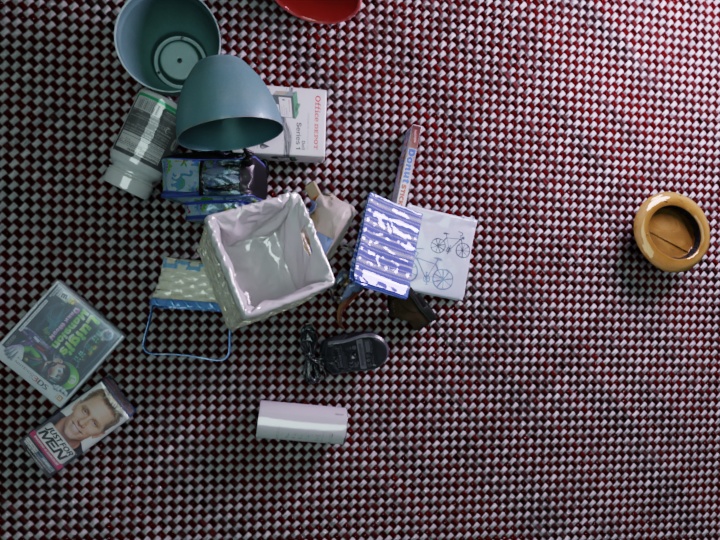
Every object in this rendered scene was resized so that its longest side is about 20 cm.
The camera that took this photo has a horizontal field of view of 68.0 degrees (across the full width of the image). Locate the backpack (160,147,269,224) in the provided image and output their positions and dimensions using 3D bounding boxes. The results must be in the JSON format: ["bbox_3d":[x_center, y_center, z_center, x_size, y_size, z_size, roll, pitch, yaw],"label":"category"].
[{"bbox_3d":[-0.299,-0.167,1.090,0.197,0.183,0.149,3,94,2],"label":"backpack"}]

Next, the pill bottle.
[{"bbox_3d":[-0.440,-0.256,1.098,0.112,0.113,0.202,25,88,-9],"label":"pill bottle"}]

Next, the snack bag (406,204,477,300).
[{"bbox_3d":[0.169,-0.043,1.248,0.186,0.021,0.203,11,90,-10],"label":"snack bag"}]

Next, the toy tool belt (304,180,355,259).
[{"bbox_3d":[-0.107,-0.080,1.163,0.122,0.125,0.201,33,103,10],"label":"toy tool belt"}]

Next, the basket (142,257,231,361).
[{"bbox_3d":[-0.346,0.080,1.106,0.174,0.139,0.203,8,78,-8],"label":"basket"}]

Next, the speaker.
[{"bbox_3d":[-0.131,0.336,1.180,0.197,0.081,0.082,7,91,-9],"label":"speaker"}]

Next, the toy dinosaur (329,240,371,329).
[{"bbox_3d":[0.000,0.000,1.214,0.180,0.105,0.202,-23,129,-17],"label":"toy dinosaur"}]

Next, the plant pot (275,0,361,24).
[{"bbox_3d":[-0.081,-0.654,1.116,0.198,0.200,0.180,12,80,-9],"label":"plant pot"}]

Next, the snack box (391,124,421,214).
[{"bbox_3d":[0.099,-0.221,1.205,0.024,0.072,0.203,12,90,-7],"label":"snack box"}]

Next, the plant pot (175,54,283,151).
[{"bbox_3d":[-0.253,-0.319,1.004,0.197,0.200,0.137,-10,89,-9],"label":"plant pot"}]

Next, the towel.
[{"bbox_3d":[0.058,-0.050,1.127,0.143,0.024,0.203,18,75,-24],"label":"towel"}]

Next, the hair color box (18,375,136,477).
[{"bbox_3d":[-0.588,0.324,1.118,0.199,0.060,0.101,-37,97,-7],"label":"hair color box"}]

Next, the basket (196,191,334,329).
[{"bbox_3d":[-0.187,-0.015,1.034,0.198,0.161,0.200,-20,83,-29],"label":"basket"}]

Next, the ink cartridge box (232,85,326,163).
[{"bbox_3d":[-0.171,-0.315,1.153,0.197,0.084,0.148,1,92,-8],"label":"ink cartridge box"}]

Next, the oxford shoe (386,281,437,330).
[{"bbox_3d":[0.087,0.065,1.196,0.084,0.073,0.200,-38,112,8],"label":"oxford shoe"}]

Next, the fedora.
[{"bbox_3d":[0.746,-0.090,1.308,0.198,0.082,0.204,0,89,-4],"label":"fedora"}]

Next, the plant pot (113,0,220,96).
[{"bbox_3d":[-0.379,-0.446,1.092,0.197,0.134,0.203,0,91,-8],"label":"plant pot"}]

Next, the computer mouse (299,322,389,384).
[{"bbox_3d":[-0.035,0.179,1.208,0.197,0.053,0.141,-4,102,0],"label":"computer mouse"}]

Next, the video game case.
[{"bbox_3d":[-0.632,0.154,1.125,0.182,0.023,0.200,42,85,-8],"label":"video game case"}]
